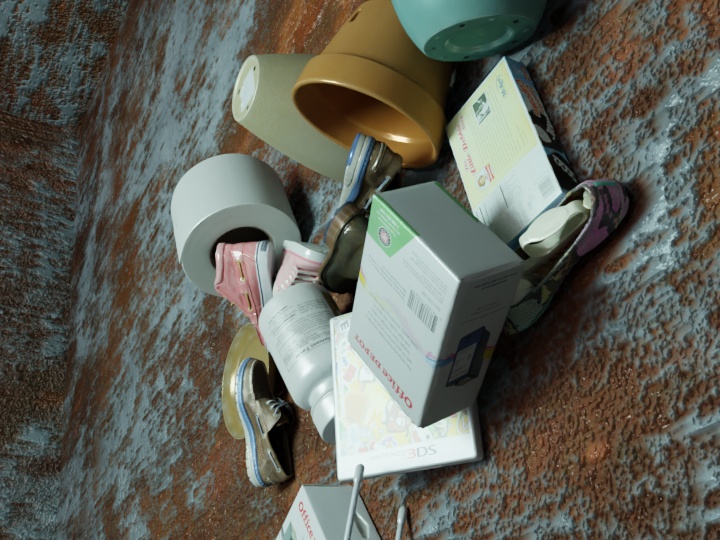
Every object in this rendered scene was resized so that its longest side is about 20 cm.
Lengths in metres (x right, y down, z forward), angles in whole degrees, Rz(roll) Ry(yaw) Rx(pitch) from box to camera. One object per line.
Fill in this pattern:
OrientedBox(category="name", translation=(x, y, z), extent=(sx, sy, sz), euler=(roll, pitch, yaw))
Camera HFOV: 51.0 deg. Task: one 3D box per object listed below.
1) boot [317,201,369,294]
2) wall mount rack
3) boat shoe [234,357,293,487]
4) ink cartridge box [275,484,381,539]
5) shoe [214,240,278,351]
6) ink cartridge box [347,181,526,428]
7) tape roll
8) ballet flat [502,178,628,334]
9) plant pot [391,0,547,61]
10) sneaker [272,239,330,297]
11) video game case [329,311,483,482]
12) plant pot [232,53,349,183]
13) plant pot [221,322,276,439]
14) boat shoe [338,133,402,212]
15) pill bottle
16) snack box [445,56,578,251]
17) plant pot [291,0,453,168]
OrientedBox(category="boot", translation=(0.000, 0.000, 1.009), extent=(0.097, 0.075, 0.201), euler=(39, 157, 17))
OrientedBox(category="wall mount rack", translation=(0.035, 0.313, 0.801), extent=(0.074, 0.201, 0.174), euler=(-37, 41, -2))
OrientedBox(category="boat shoe", translation=(-0.143, 0.234, 1.185), extent=(0.072, 0.072, 0.203), euler=(-14, 82, 26))
OrientedBox(category="ink cartridge box", translation=(-0.055, 0.399, 0.972), extent=(0.146, 0.083, 0.202), euler=(52, 124, 51))
OrientedBox(category="shoe", translation=(-0.178, 0.043, 1.218), extent=(0.072, 0.090, 0.202), euler=(-75, -16, -58))
OrientedBox(category="ink cartridge box", translation=(0.067, 0.036, 0.767), extent=(0.145, 0.087, 0.202), euler=(47, 139, 38))
OrientedBox(category="tape roll", translation=(-0.210, -0.074, 1.268), extent=(0.204, 0.201, 0.140), euler=(-58, 36, 31))
OrientedBox(category="ballet flat", translation=(0.173, -0.015, 0.732), extent=(0.201, 0.070, 0.070), euler=(-54, 41, 36))
OrientedBox(category="plant pot", translation=(0.116, -0.325, 0.816), extent=(0.200, 0.199, 0.163), euler=(-14, 81, 57))
OrientedBox(category="sneaker", translation=(-0.083, 0.010, 1.140), extent=(0.200, 0.074, 0.106), euler=(-167, 88, -73))
OrientedBox(category="video game case", translation=(0.046, 0.131, 0.877), extent=(0.180, 0.023, 0.202), euler=(-18, 63, 28))
OrientedBox(category="plant pot", translation=(-0.077, -0.238, 1.098), extent=(0.187, 0.198, 0.190), euler=(-25, 59, 53))
OrientedBox(category="plant pot", translation=(-0.194, 0.194, 1.326), extent=(0.199, 0.027, 0.203), euler=(-25, 59, 53))
OrientedBox(category="boat shoe", translation=(0.015, -0.108, 0.995), extent=(0.200, 0.072, 0.073), euler=(102, -172, -77))
OrientedBox(category="pill bottle", translation=(-0.052, 0.124, 1.016), extent=(0.115, 0.113, 0.201), euler=(-58, 47, 31))
OrientedBox(category="snack box", translation=(0.160, -0.121, 0.820), extent=(0.116, 0.037, 0.202), euler=(-48, 43, 41))
OrientedBox(category="plant pot", translation=(0.031, -0.239, 0.945), extent=(0.199, 0.199, 0.141), euler=(5, 69, 59))
